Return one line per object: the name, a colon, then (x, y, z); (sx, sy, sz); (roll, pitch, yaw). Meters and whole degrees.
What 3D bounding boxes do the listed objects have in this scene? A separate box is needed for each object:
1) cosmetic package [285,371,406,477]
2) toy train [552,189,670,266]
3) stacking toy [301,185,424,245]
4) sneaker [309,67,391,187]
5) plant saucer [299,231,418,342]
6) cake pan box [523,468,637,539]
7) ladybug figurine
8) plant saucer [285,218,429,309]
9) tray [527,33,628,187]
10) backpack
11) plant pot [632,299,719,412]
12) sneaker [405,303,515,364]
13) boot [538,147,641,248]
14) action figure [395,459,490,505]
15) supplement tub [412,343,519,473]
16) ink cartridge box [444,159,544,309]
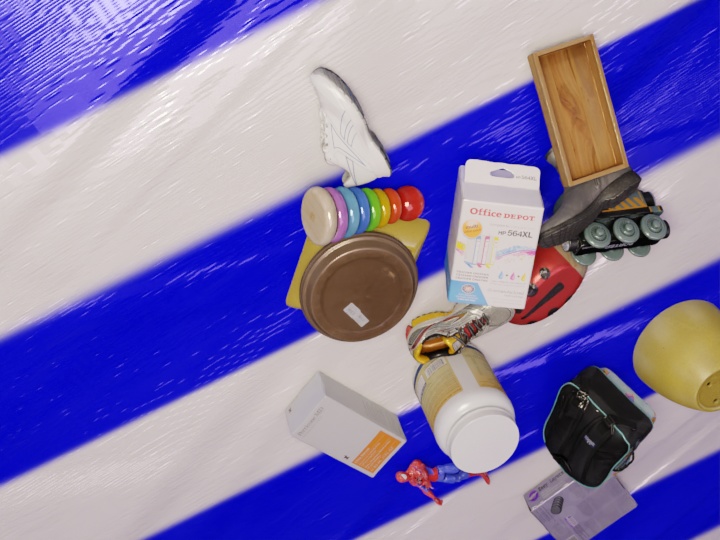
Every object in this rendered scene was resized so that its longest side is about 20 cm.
cosmetic package: (-0.025, 0.274, 1.548); (0.198, 0.072, 0.102); (33, 107, -29)
toy train: (0.412, -0.080, 1.440); (0.195, 0.116, 0.086); (-8, 154, -15)
stacking toy: (0.011, -0.094, 1.325); (0.197, 0.085, 0.087); (-12, 125, -33)
sneaker: (-0.026, -0.199, 1.268); (0.086, 0.075, 0.202); (-27, 123, 7)
plant saucer: (0.001, 0.033, 1.381); (0.195, 0.030, 0.204); (-8, 123, -12)
cake pan box: (0.462, 0.483, 1.828); (0.183, 0.053, 0.200); (-37, 123, 10)
ladybug figurine: (0.311, 0.022, 1.495); (0.135, 0.072, 0.200); (36, 106, -31)
plant saucer: (0.000, 0.000, 1.406); (0.196, 0.049, 0.203); (11, 116, -21)
tray: (0.326, -0.238, 1.315); (0.097, 0.037, 0.204); (-17, 95, -4)
backpack: (0.440, 0.297, 1.637); (0.152, 0.176, 0.203); (-21, 143, -39)
plant pot: (0.633, 0.179, 1.641); (0.195, 0.143, 0.204); (-7, 122, -11)
sneaker: (0.171, 0.104, 1.476); (0.197, 0.083, 0.078); (-26, 120, 15)
boot: (0.328, -0.134, 1.376); (0.198, 0.133, 0.070); (-33, 161, -9)
action figure: (0.166, 0.404, 1.670); (0.195, 0.100, 0.067); (1, 119, -14)
supplement tub: (0.180, 0.232, 1.505); (0.141, 0.201, 0.147); (-7, 122, -11)
ink cartridge box: (0.206, -0.064, 1.364); (0.125, 0.126, 0.204); (5, 120, 1)
